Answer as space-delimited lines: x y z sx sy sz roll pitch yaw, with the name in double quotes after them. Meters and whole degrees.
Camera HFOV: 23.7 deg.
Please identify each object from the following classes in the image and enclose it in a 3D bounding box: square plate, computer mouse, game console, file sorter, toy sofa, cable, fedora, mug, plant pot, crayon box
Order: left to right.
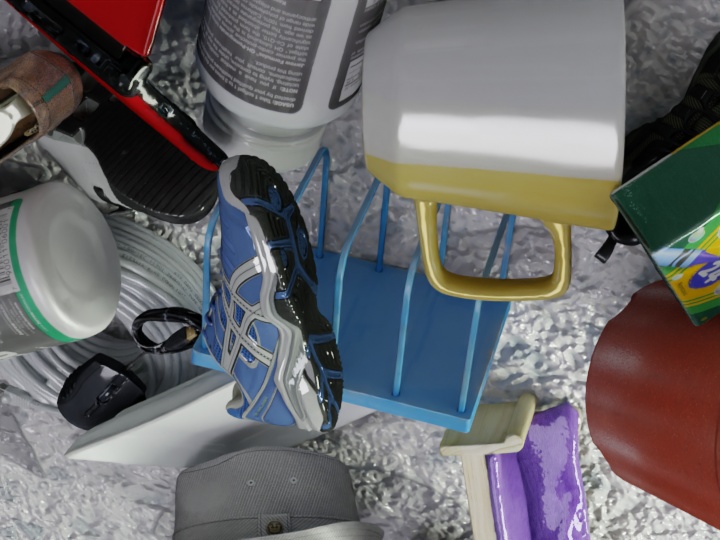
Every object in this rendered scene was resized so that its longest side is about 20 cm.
-0.203 0.043 1.347 0.199 0.069 0.200 21 134 1 "cable"
-0.150 -0.184 1.088 0.200 0.119 0.172 40 179 39 "game console"
-0.173 0.078 1.279 0.059 0.034 0.200 38 139 -12 "computer mouse"
-0.092 0.109 1.318 0.198 0.029 0.200 -25 158 31 "square plate"
-0.083 0.196 1.390 0.199 0.091 0.177 -8 163 4 "fedora"
0.000 0.000 1.185 0.199 0.139 0.123 13 129 10 "file sorter"
0.079 -0.083 1.030 0.152 0.188 0.149 1 171 4 "mug"
0.126 0.201 1.302 0.097 0.083 0.201 -5 106 16 "toy sofa"
0.261 0.090 1.101 0.201 0.201 0.195 54 160 -27 "plant pot"
0.254 -0.059 0.994 0.200 0.052 0.126 -35 150 8 "crayon box"

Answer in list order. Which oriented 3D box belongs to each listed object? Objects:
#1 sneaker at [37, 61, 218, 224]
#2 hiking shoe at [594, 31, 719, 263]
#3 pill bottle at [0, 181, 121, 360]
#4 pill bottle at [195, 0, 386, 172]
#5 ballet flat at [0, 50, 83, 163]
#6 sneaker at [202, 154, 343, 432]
-0.160 -0.076 1.197 0.200 0.074 0.089 35 159 36 "sneaker"
0.219 -0.078 1.053 0.076 0.101 0.200 32 133 -9 "hiking shoe"
-0.282 0.013 1.232 0.199 0.113 0.113 -14 124 25 "pill bottle"
-0.043 -0.160 1.075 0.110 0.111 0.201 21 134 2 "pill bottle"
-0.273 -0.089 1.167 0.200 0.067 0.068 -29 112 34 "ballet flat"
-0.067 0.021 1.089 0.077 0.076 0.201 -4 118 15 "sneaker"
